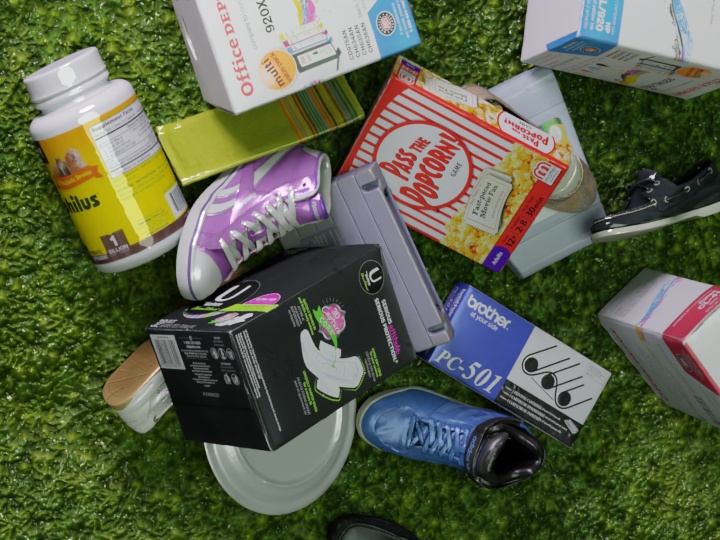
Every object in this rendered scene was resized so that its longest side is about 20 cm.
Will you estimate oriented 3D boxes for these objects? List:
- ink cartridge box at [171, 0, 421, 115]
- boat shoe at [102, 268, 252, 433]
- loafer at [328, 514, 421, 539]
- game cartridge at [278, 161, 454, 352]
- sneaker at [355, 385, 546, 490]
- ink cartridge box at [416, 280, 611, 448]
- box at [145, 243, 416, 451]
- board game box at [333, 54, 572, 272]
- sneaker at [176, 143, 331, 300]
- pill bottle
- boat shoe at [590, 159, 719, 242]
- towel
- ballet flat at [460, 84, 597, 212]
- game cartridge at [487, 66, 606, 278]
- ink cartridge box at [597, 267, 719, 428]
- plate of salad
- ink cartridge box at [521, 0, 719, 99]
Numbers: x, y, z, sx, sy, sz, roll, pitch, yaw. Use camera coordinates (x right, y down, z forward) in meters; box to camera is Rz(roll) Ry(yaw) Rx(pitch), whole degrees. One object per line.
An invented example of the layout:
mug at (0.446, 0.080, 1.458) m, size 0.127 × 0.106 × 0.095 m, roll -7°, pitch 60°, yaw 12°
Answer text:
ink cartridge box at (-0.071, -0.256, 1.622) m, size 0.198 × 0.145 × 0.149 m, roll -22°, pitch 105°, yaw -12°
boat shoe at (-0.170, 0.082, 1.694) m, size 0.200 × 0.071 × 0.070 m, roll -43°, pitch 128°, yaw -13°
loafer at (0.056, 0.322, 1.796) m, size 0.199 × 0.070 × 0.069 m, roll 31°, pitch 89°, yaw -19°
game cartridge at (0.000, 0.000, 1.714) m, size 0.128 × 0.038 × 0.202 m, roll -17°, pitch 107°, yaw 26°
sneaker at (0.100, 0.177, 1.764) m, size 0.198 × 0.111 × 0.078 m, roll 14°, pitch 95°, yaw -18°
ink cartridge box at (0.165, 0.101, 1.807) m, size 0.199 × 0.044 × 0.095 m, roll 31°, pitch 88°, yaw -19°
box at (-0.075, 0.069, 1.608) m, size 0.199 × 0.148 × 0.126 m, roll -29°, pitch 108°, yaw -36°
board game box at (0.090, -0.105, 1.687) m, size 0.198 × 0.046 × 0.152 m, roll 26°, pitch 127°, yaw -5°
sneaker at (-0.096, -0.050, 1.624) m, size 0.202 × 0.113 × 0.073 m, roll -62°, pitch 149°, yaw -29°
pill bottle at (-0.246, -0.107, 1.612) m, size 0.108 × 0.109 × 0.202 m, roll -27°, pitch 105°, yaw -11°
boat shoe at (0.319, -0.078, 1.801) m, size 0.197 × 0.074 × 0.067 m, roll -15°, pitch 89°, yaw -27°
towel at (-0.099, -0.147, 1.666) m, size 0.198 × 0.086 × 0.018 m, roll -21°, pitch 138°, yaw -12°
ballet flat at (0.174, -0.118, 1.726) m, size 0.199 × 0.067 × 0.069 m, roll 32°, pitch 89°, yaw -19°
game cartridge at (0.176, -0.101, 1.783) m, size 0.132 × 0.040 × 0.202 m, roll -26°, pitch 105°, yaw -8°
ink cartridge box at (0.359, 0.086, 1.782) m, size 0.085 × 0.200 × 0.148 m, roll -42°, pitch 108°, yaw -7°
plate of salad at (-0.086, 0.149, 1.726) m, size 0.198 × 0.048 × 0.203 m, roll 0°, pitch 91°, yaw -39°
ink cartridge box at (0.289, -0.273, 1.709) m, size 0.198 × 0.147 × 0.147 m, roll 10°, pitch 84°, yaw -17°
